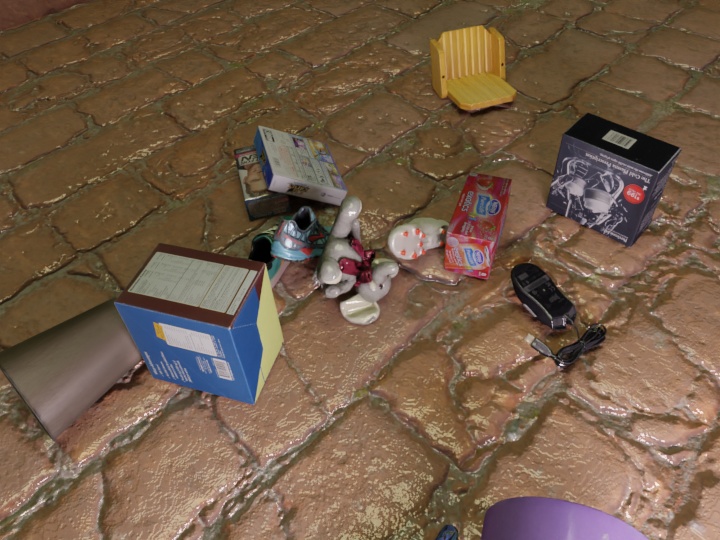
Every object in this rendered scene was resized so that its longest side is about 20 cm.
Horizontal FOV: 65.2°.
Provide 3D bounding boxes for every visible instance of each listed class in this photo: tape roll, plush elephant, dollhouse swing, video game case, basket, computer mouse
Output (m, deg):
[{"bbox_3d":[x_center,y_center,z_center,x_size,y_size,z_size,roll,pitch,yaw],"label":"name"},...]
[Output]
[{"bbox_3d":[0.231,0.348,0.639,0.195,0.203,0.086,12,46,15],"label":"tape roll"},{"bbox_3d":[0.000,0.000,1.031,0.151,0.201,0.168,20,60,-7],"label":"plush elephant"},{"bbox_3d":[0.313,-0.551,1.520,0.195,0.186,0.176,-14,26,-10],"label":"dollhouse swing"},{"bbox_3d":[-0.139,-0.238,1.278,0.177,0.046,0.202,8,40,-29],"label":"video game case"},{"bbox_3d":[-0.465,0.146,0.933,0.179,0.138,0.199,33,52,26],"label":"basket"},{"bbox_3d":[0.320,0.084,0.995,0.139,0.047,0.200,-30,63,-28],"label":"computer mouse"}]

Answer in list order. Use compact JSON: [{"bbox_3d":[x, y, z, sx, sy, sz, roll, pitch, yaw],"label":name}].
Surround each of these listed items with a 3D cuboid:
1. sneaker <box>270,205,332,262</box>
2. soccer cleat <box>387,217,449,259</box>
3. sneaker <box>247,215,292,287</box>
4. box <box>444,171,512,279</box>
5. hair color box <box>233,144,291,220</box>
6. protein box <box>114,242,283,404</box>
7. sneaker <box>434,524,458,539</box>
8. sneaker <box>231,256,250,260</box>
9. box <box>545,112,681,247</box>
[{"bbox_3d":[-0.093,-0.077,1.102,0.078,0.098,0.199,18,19,26],"label":"sneaker"},{"bbox_3d":[0.106,-0.067,1.111,0.076,0.071,0.198,21,23,36],"label":"soccer cleat"},{"bbox_3d":[-0.171,-0.053,1.130,0.070,0.081,0.202,9,47,13],"label":"sneaker"},{"bbox_3d":[0.236,-0.094,1.128,0.093,0.101,0.202,13,48,16],"label":"box"},{"bbox_3d":[-0.229,-0.210,1.300,0.098,0.061,0.202,-14,48,-9],"label":"hair color box"},{"bbox_3d":[-0.252,0.087,0.921,0.195,0.201,0.137,11,47,14],"label":"protein box"},{"bbox_3d":[0.049,0.387,0.706,0.198,0.077,0.078,-32,49,-26],"label":"sneaker"},{"bbox_3d":[-0.280,0.026,1.073,0.072,0.115,0.198,11,-2,-40],"label":"sneaker"},{"bbox_3d":[0.500,-0.183,1.137,0.198,0.185,0.104,34,56,32],"label":"box"}]
